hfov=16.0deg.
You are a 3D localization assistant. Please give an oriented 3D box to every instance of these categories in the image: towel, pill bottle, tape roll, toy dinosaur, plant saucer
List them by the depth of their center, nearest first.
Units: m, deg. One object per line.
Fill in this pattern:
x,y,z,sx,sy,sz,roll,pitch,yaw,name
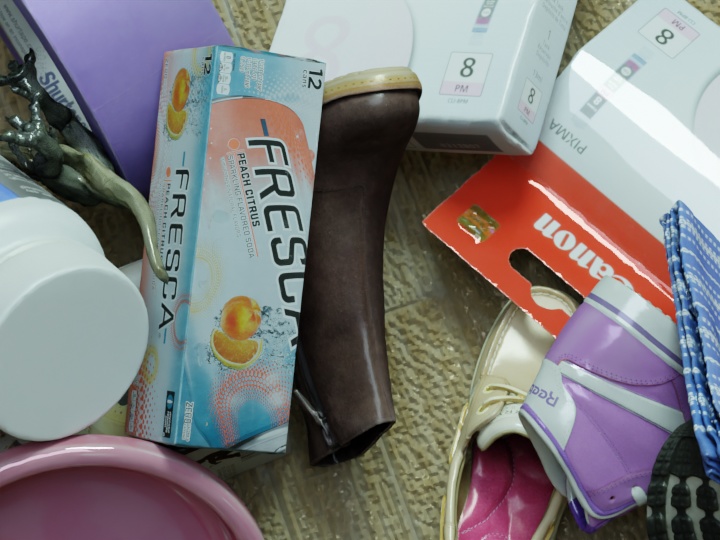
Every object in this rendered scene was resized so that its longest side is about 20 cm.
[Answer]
0.212,0.063,1.275,0.024,0.145,0.200,-40,29,27,towel
-0.198,0.000,1.287,0.114,0.114,0.200,-43,45,-12,pill bottle
-0.144,0.166,1.299,0.200,0.201,0.051,-17,28,-4,plant saucer
-0.152,-0.060,1.310,0.047,0.088,0.200,-41,30,-7,toy dinosaur
-0.143,-0.139,1.381,0.085,0.200,0.200,-33,72,-10,tape roll

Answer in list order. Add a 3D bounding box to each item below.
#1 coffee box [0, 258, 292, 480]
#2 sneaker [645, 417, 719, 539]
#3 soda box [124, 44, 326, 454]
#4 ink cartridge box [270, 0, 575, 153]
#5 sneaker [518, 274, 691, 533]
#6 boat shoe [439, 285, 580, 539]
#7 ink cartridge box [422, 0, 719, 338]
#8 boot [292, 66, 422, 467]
-0.150,0.076,1.366,0.200,0.080,0.113,-22,71,-6,coffee box
0.210,0.146,1.298,0.077,0.200,0.089,7,38,46,sneaker
-0.068,-0.011,1.279,0.064,0.068,0.200,6,90,-28,soda box
0.042,-0.163,1.423,0.162,0.057,0.200,5,72,33,ink cartridge box
0.166,0.101,1.326,0.200,0.073,0.114,35,87,-19,sneaker
0.085,0.095,1.354,0.074,0.069,0.200,10,70,6,boat shoe
0.160,-0.046,1.393,0.163,0.057,0.200,41,58,15,ink cartridge box
0.000,0.000,1.333,0.072,0.200,0.166,-7,70,-24,boot
